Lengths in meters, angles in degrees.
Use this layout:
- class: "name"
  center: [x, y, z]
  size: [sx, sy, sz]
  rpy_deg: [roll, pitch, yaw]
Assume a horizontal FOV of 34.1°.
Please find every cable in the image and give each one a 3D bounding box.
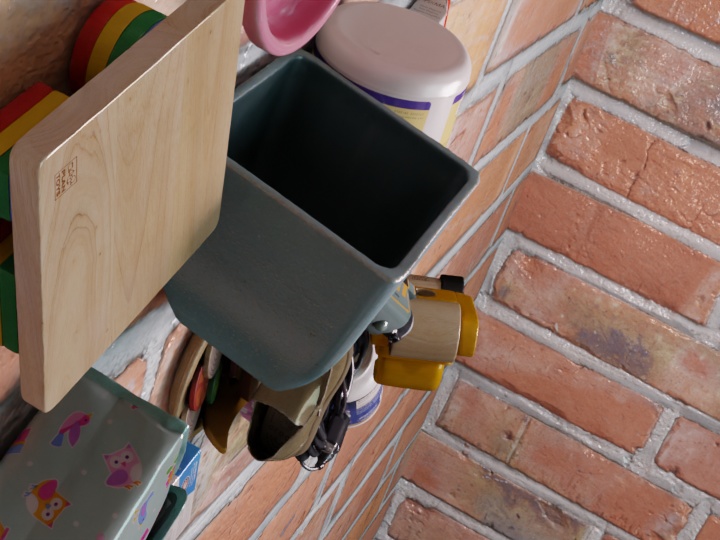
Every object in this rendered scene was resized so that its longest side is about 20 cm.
- class: "cable"
  center: [-0.033, 0.110, 1.304]
  size: [0.201, 0.050, 0.165]
  rpy_deg: [-67, 161, -44]

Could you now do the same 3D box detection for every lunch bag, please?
- class: "lunch bag"
  center: [-0.211, 0.190, 0.867]
  size: [0.171, 0.121, 0.201]
  rpy_deg: [-59, 176, -30]

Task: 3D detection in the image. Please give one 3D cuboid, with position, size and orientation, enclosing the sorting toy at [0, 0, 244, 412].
- class: "sorting toy"
  center: [-0.156, -0.056, 0.700]
  size: [0.199, 0.069, 0.202]
  rpy_deg: [-54, 164, -42]

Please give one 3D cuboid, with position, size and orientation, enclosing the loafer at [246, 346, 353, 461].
- class: "loafer"
  center: [-0.062, 0.114, 1.152]
  size: [0.067, 0.075, 0.202]
  rpy_deg: [-38, 148, -55]

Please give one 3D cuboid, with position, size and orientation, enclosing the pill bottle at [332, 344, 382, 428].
- class: "pill bottle"
  center: [-0.023, 0.136, 1.596]
  size: [0.112, 0.110, 0.201]
  rpy_deg: [-59, 167, -20]

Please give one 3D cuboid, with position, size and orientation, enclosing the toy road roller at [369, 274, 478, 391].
- class: "toy road roller"
  center: [0.068, 0.088, 1.437]
  size: [0.200, 0.121, 0.148]
  rpy_deg: [-94, -169, -74]

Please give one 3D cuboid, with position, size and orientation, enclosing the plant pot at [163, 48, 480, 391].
- class: "plant pot"
  center: [-0.054, -0.022, 0.963]
  size: [0.201, 0.195, 0.196]
  rpy_deg: [-59, 174, 37]

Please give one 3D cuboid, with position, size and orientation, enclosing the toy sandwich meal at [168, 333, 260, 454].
- class: "toy sandwich meal"
  center: [-0.117, 0.091, 1.183]
  size: [0.207, 0.070, 0.206]
  rpy_deg: [-59, 168, -21]

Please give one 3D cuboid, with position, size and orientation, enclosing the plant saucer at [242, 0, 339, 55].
- class: "plant saucer"
  center: [-0.040, -0.255, 0.831]
  size: [0.202, 0.050, 0.201]
  rpy_deg: [-59, 167, -23]

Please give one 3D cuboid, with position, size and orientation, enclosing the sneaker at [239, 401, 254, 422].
- class: "sneaker"
  center: [-0.082, 0.087, 1.333]
  size: [0.089, 0.080, 0.202]
  rpy_deg: [-57, 168, -65]

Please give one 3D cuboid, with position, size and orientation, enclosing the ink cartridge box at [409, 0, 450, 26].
- class: "ink cartridge box"
  center: [0.081, -0.255, 1.370]
  size: [0.200, 0.057, 0.164]
  rpy_deg: [-49, 160, -36]

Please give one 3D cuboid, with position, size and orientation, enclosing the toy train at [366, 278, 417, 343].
- class: "toy train"
  center: [0.000, 0.000, 1.235]
  size: [0.200, 0.084, 0.115]
  rpy_deg: [45, 34, -54]

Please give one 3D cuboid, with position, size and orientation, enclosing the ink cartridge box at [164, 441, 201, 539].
- class: "ink cartridge box"
  center: [-0.225, 0.245, 1.044]
  size: [0.200, 0.067, 0.117]
  rpy_deg: [-52, 163, -46]

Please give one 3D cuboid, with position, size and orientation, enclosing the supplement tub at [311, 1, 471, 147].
- class: "supplement tub"
  center: [0.009, -0.128, 1.088]
  size: [0.146, 0.144, 0.202]
  rpy_deg: [-48, 161, -52]
